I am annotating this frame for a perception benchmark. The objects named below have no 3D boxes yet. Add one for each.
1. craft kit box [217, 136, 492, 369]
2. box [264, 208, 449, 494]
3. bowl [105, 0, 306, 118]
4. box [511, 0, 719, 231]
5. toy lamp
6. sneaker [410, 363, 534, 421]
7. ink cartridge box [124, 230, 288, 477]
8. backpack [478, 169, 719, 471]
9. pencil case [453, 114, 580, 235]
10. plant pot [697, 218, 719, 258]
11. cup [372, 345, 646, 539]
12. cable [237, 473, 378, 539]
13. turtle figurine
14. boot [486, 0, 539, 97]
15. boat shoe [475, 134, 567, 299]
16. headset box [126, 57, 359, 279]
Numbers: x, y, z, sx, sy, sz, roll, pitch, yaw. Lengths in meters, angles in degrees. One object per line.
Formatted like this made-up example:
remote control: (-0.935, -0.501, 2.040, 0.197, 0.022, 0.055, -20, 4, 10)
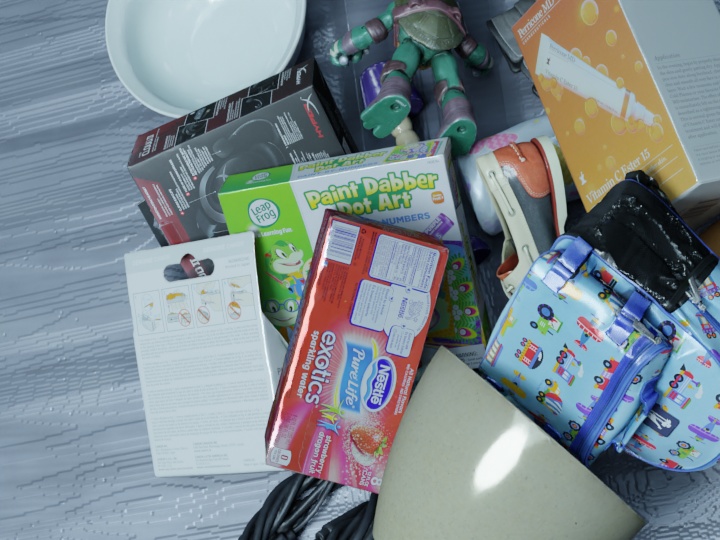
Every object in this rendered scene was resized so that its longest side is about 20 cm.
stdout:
craft kit box: (0.000, 0.000, 1.262, 0.197, 0.049, 0.200, -9, 112, 15)
box: (-0.006, 0.061, 1.174, 0.098, 0.095, 0.203, 14, 95, -5)
bowl: (-0.130, -0.225, 1.388, 0.198, 0.090, 0.204, -4, 76, 17)
box: (0.216, -0.135, 1.136, 0.097, 0.124, 0.202, -11, 72, -31)
toy lamp: (0.053, -0.094, 1.322, 0.058, 0.058, 0.202, -28, 74, 9)
sneaker: (0.051, 0.106, 1.253, 0.197, 0.074, 0.083, 6, 114, 9)
ink cartridge box: (-0.125, 0.075, 1.290, 0.161, 0.050, 0.203, -8, 88, 37)
backpack: (0.207, 0.063, 1.063, 0.200, 0.183, 0.134, 42, 53, 11)
pencil case: (0.179, -0.099, 1.267, 0.198, 0.091, 0.084, -20, 86, 12)
plant pot: (0.335, 0.021, 1.147, 0.139, 0.199, 0.202, -26, 71, 27)
cup: (0.091, 0.175, 1.108, 0.200, 0.200, 0.144, 41, 90, 21)
cable: (-0.042, 0.213, 1.233, 0.199, 0.163, 0.051, -38, 103, -7)
turtle figurine: (0.049, -0.192, 1.279, 0.148, 0.101, 0.202, 4, 48, -5)
boot: (0.162, -0.254, 1.321, 0.131, 0.070, 0.201, -34, 66, 12)
boat shoe: (0.139, -0.011, 1.222, 0.062, 0.071, 0.202, -17, 117, -9)
headset box: (-0.099, -0.073, 1.311, 0.198, 0.077, 0.150, -22, 115, 12)
